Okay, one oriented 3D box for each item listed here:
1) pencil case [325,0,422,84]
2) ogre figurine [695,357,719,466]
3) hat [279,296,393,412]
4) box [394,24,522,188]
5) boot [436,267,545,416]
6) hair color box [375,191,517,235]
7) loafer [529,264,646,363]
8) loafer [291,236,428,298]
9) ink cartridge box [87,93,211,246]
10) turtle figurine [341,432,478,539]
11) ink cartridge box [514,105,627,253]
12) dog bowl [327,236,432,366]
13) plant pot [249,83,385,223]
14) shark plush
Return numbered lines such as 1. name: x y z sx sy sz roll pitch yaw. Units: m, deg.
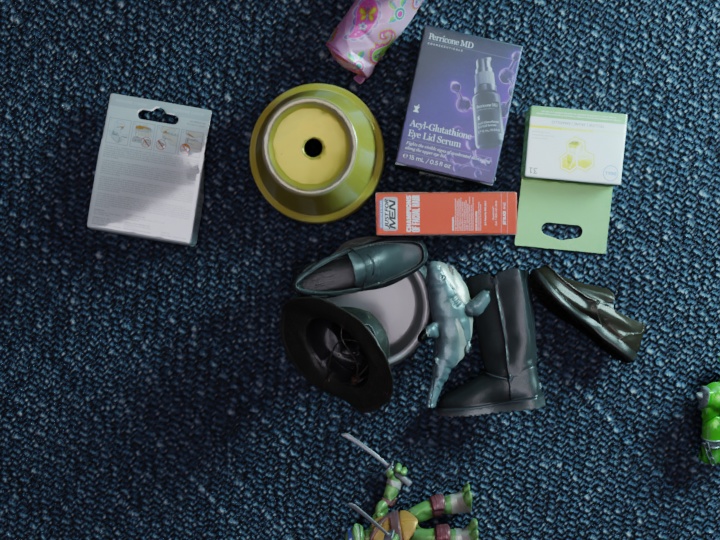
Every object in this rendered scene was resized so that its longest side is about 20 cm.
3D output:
1. pencil case: 0.034 -0.372 1.350 0.087 0.087 0.201 37 94 -1
2. ogre figurine: 0.565 0.189 1.362 0.198 0.098 0.121 -27 110 18
3. hat: -0.017 0.097 1.308 0.201 0.200 0.081 48 53 -1
4. box: 0.137 -0.232 1.342 0.146 0.104 0.203 11 94 1
5. boot: 0.179 0.106 1.375 0.162 0.066 0.203 -9 89 16
6. hair color box: 0.120 -0.081 1.347 0.197 0.111 0.065 -1 92 1
7. loafer: 0.335 0.052 1.375 0.199 0.073 0.072 39 82 -3
8. loafer: 0.000 0.000 1.316 0.198 0.070 0.069 -15 93 2
9. ink cartridge box: -0.309 -0.148 1.392 0.158 0.047 0.203 9 88 1
10. turtle figurine: 0.070 0.346 1.355 0.191 0.144 0.203 -4 97 -2
11. ink cartridge box: 0.307 -0.132 1.372 0.143 0.048 0.203 5 91 1
12. dog bowl: 0.015 0.051 1.383 0.197 0.059 0.203 0 93 2
13. plant pot: -0.063 -0.166 1.309 0.197 0.189 0.204 0 94 1
14. shark plush: 0.110 0.092 1.346 0.082 0.091 0.203 14 95 -34
